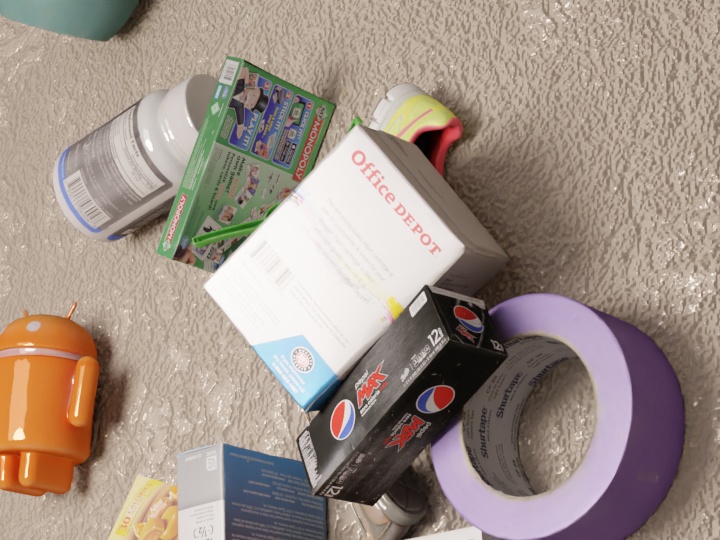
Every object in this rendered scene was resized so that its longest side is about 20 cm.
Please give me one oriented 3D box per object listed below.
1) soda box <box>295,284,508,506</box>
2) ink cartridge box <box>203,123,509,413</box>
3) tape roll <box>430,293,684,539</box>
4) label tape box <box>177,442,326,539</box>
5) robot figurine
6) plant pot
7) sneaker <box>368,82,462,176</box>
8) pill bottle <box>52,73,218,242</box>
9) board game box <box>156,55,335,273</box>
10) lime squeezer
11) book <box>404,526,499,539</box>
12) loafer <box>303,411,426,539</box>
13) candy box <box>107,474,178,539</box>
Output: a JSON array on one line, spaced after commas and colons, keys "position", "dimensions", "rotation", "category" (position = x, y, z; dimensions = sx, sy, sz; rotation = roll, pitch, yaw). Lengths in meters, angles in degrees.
[{"position": [0.031, 0.106, 1.412], "dimensions": [0.200, 0.070, 0.064], "rotation": [-50, 43, 29], "category": "soda box"}, {"position": [0.000, 0.000, 1.483], "dimensions": [0.200, 0.144, 0.148], "rotation": [-44, 74, 13], "category": "ink cartridge box"}, {"position": [0.158, 0.125, 1.398], "dimensions": [0.199, 0.085, 0.202], "rotation": [-14, 68, 37], "category": "tape roll"}, {"position": [-0.095, 0.268, 1.535], "dimensions": [0.066, 0.143, 0.202], "rotation": [-16, 66, 36], "category": "label tape box"}, {"position": [-0.340, 0.135, 1.815], "dimensions": [0.144, 0.115, 0.202], "rotation": [129, 145, -71], "category": "robot figurine"}, {"position": [-0.326, -0.349, 1.915], "dimensions": [0.200, 0.199, 0.163], "rotation": [24, 104, 43], "category": "plant pot"}, {"position": [0.030, -0.072, 1.582], "dimensions": [0.090, 0.078, 0.202], "rotation": [26, 93, 41], "category": "sneaker"}, {"position": [-0.218, -0.119, 1.792], "dimensions": [0.199, 0.113, 0.115], "rotation": [-27, 59, 32], "category": "pill bottle"}, {"position": [-0.110, -0.091, 1.672], "dimensions": [0.029, 0.134, 0.202], "rotation": [20, 89, 43], "category": "board game box"}, {"position": [-0.064, -0.073, 1.631], "dimensions": [0.199, 0.071, 0.038], "rotation": [-35, 38, 12], "category": "lime squeezer"}, {"position": [0.036, 0.300, 1.467], "dimensions": [0.199, 0.048, 0.135], "rotation": [-17, 72, 35], "category": "book"}, {"position": [-0.013, 0.162, 1.552], "dimensions": [0.063, 0.071, 0.201], "rotation": [-51, 52, 27], "category": "loafer"}, {"position": [-0.200, 0.306, 1.633], "dimensions": [0.114, 0.055, 0.202], "rotation": [10, 68, 34], "category": "candy box"}]
